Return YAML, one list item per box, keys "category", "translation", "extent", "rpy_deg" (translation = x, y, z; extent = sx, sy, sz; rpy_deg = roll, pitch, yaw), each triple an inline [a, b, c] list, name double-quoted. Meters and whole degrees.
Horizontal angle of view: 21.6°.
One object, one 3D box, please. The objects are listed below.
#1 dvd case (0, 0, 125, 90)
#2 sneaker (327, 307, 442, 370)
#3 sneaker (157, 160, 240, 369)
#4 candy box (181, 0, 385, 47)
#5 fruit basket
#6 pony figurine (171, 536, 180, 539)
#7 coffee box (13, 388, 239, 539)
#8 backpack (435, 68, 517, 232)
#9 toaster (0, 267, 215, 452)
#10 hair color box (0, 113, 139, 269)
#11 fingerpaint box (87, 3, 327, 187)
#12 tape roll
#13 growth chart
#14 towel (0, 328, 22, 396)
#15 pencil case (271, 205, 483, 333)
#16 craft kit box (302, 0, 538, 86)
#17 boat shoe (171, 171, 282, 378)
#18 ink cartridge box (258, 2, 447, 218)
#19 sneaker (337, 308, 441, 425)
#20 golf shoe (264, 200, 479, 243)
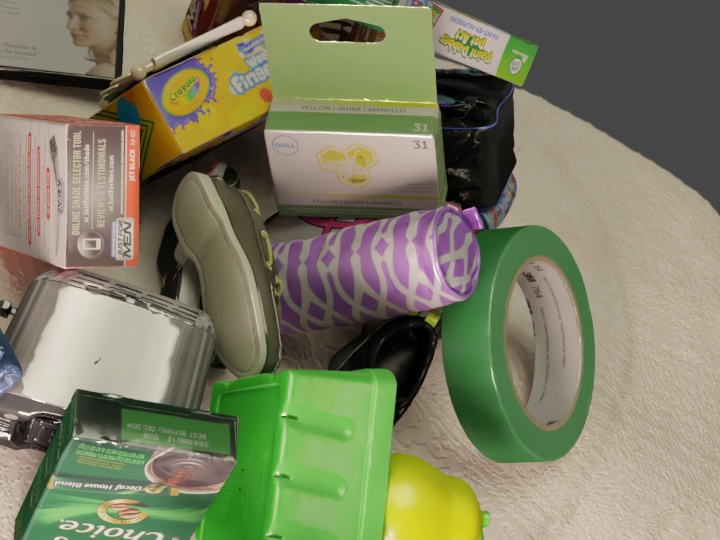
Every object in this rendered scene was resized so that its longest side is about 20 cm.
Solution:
- category: "dvd case"
  translation: [-0.288, -0.249, 1.750]
  extent: [0.142, 0.018, 0.201]
  rpy_deg: [5, 51, -10]
- category: "sneaker"
  translation: [0.030, 0.043, 1.656]
  extent: [0.081, 0.074, 0.200]
  rpy_deg: [29, 43, 25]
- category: "sneaker"
  translation: [-0.124, 0.004, 1.611]
  extent: [0.086, 0.080, 0.201]
  rpy_deg: [25, 54, -21]
- category: "candy box"
  translation: [-0.058, -0.253, 1.810]
  extent: [0.199, 0.117, 0.057]
  rpy_deg: [-4, 54, -27]
- category: "fruit basket"
  translation: [-0.013, 0.179, 1.433]
  extent: [0.215, 0.155, 0.217]
  rpy_deg: [12, 73, -43]
- category: "pony figurine"
  translation: [-0.086, 0.300, 1.288]
  extent: [0.199, 0.166, 0.194]
  rpy_deg: [24, 75, -20]
- category: "coffee box"
  translation: [-0.172, 0.161, 1.362]
  extent: [0.122, 0.200, 0.044]
  rpy_deg: [12, 52, -19]
- category: "backpack"
  translation: [0.036, -0.110, 1.716]
  extent: [0.199, 0.135, 0.183]
  rpy_deg: [1, 20, 11]
- category: "toaster"
  translation: [-0.193, 0.084, 1.453]
  extent: [0.199, 0.114, 0.130]
  rpy_deg: [18, 67, -7]
- category: "hair color box"
  translation: [-0.237, -0.066, 1.502]
  extent: [0.064, 0.200, 0.112]
  rpy_deg: [-1, 97, -25]
- category: "fingerpaint box"
  translation: [-0.141, -0.139, 1.637]
  extent: [0.200, 0.167, 0.074]
  rpy_deg: [-32, 94, -40]
- category: "tape roll"
  translation: [0.137, 0.063, 1.610]
  extent: [0.200, 0.048, 0.202]
  rpy_deg: [14, 74, -56]
- category: "growth chart"
  translation: [-0.166, -0.179, 1.648]
  extent: [0.144, 0.200, 0.018]
  rpy_deg: [-30, 93, -18]
- category: "towel"
  translation: [-0.337, 0.042, 1.417]
  extent: [0.200, 0.112, 0.049]
  rpy_deg: [46, 1, 40]
- category: "pencil case"
  translation: [0.000, 0.000, 1.552]
  extent: [0.086, 0.199, 0.084]
  rpy_deg: [-56, 130, -51]
- category: "craft kit box"
  translation: [0.022, -0.229, 1.651]
  extent: [0.200, 0.049, 0.197]
  rpy_deg: [28, 12, 40]
- category: "boat shoe"
  translation: [-0.095, 0.004, 1.513]
  extent: [0.060, 0.072, 0.202]
  rpy_deg: [9, 43, -36]
- category: "ink cartridge box"
  translation: [-0.007, -0.126, 1.548]
  extent: [0.145, 0.200, 0.048]
  rpy_deg: [3, 50, 9]
- category: "sneaker"
  translation: [-0.003, 0.109, 1.523]
  extent: [0.072, 0.083, 0.200]
  rpy_deg: [35, 75, -4]
- category: "golf shoe"
  translation: [-0.001, -0.016, 1.627]
  extent: [0.199, 0.073, 0.092]
  rpy_deg: [-1, 38, 17]
